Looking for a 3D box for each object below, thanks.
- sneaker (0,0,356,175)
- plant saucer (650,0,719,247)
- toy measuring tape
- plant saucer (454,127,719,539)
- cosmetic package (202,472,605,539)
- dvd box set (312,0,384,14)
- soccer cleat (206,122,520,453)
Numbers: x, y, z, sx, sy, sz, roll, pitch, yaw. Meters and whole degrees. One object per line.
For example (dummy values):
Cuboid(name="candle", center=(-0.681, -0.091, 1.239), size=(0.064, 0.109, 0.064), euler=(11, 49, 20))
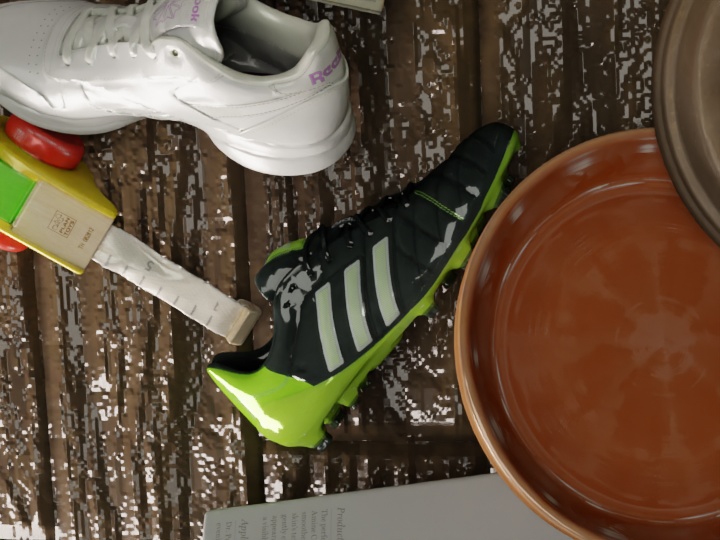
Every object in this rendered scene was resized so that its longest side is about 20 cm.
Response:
Cuboid(name="sneaker", center=(-0.098, -0.110, 0.794), size=(0.199, 0.100, 0.075), euler=(11, 58, 6))
Cuboid(name="plant saucer", center=(0.232, -0.083, 0.737), size=(0.199, 0.029, 0.201), euler=(0, 90, 4))
Cuboid(name="toy measuring tape", center=(-0.141, -0.028, 0.848), size=(0.200, 0.074, 0.074), euler=(30, 104, -15))
Cuboid(name="plant saucer", center=(0.141, 0.034, 0.758), size=(0.199, 0.032, 0.201), euler=(1, 79, -7))
Cuboid(name="cosmetic package", center=(0.024, 0.161, 0.789), size=(0.199, 0.074, 0.102), euler=(-7, 53, 11))
Cuboid(name="dvd box set", center=(-0.037, -0.231, 0.761), size=(0.146, 0.029, 0.201), euler=(6, 101, -27))
Cuboid(name="soccer cleat", center=(0.000, 0.000, 0.802), size=(0.081, 0.068, 0.200), euler=(37, 107, -2))
